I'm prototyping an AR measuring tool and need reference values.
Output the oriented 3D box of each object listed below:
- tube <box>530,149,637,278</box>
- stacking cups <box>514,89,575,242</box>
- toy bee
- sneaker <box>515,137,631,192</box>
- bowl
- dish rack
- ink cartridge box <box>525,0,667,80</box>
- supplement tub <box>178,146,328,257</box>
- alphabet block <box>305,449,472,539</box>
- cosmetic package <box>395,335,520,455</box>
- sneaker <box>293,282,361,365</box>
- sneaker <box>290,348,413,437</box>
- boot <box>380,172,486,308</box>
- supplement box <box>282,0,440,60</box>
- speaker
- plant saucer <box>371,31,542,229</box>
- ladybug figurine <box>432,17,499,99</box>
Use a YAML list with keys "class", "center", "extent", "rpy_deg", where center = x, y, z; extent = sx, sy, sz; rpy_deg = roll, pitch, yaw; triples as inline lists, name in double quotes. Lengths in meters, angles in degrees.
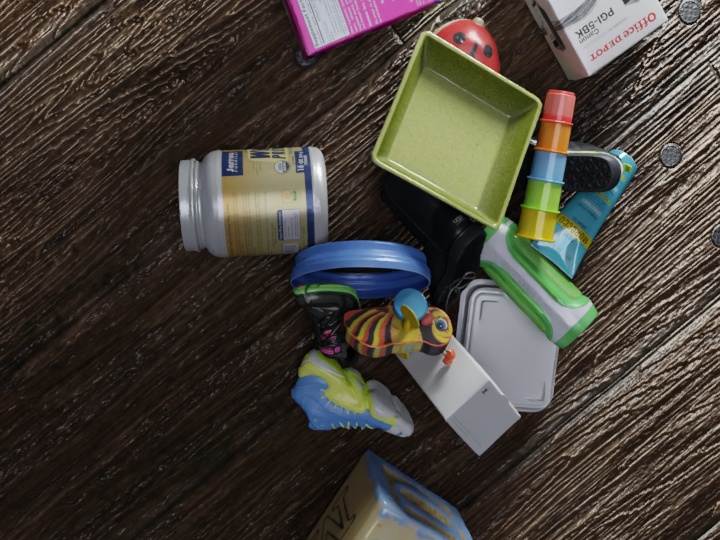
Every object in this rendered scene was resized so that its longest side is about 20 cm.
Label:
- class: "tube"
  center: [0.331, -0.088, 1.246]
  extent: [0.077, 0.051, 0.201]
  rpy_deg: [37, 74, 7]
- class: "stacking cups"
  center: [0.256, -0.144, 1.180]
  extent: [0.059, 0.061, 0.205]
  rpy_deg: [7, 96, -8]
- class: "toy bee"
  center: [0.080, 0.078, 1.142]
  extent: [0.197, 0.131, 0.110]
  rpy_deg: [-26, 65, 6]
- class: "sneaker"
  center: [0.291, -0.153, 1.242]
  extent: [0.196, 0.083, 0.073]
  rpy_deg: [17, 117, 26]
- class: "bowl"
  center: [0.000, 0.000, 1.186]
  extent: [0.195, 0.201, 0.040]
  rpy_deg: [1, 76, -7]
- class: "dish rack"
  center: [0.229, 0.121, 1.305]
  extent: [0.167, 0.044, 0.205]
  rpy_deg: [5, 98, -6]
- class: "ink cartridge box"
  center: [0.319, -0.396, 1.208]
  extent: [0.145, 0.083, 0.202]
  rpy_deg: [-34, 101, -1]
- class: "supplement tub"
  center: [-0.146, -0.093, 1.174]
  extent: [0.195, 0.144, 0.148]
  rpy_deg: [-3, 100, -6]
- class: "alphabet block"
  center: [0.038, 0.426, 1.257]
  extent: [0.194, 0.196, 0.202]
  rpy_deg: [35, 94, -9]
- class: "cosmetic package"
  center: [0.127, 0.149, 1.206]
  extent: [0.085, 0.200, 0.108]
  rpy_deg: [-40, 126, 2]
- class: "sneaker"
  center: [-0.034, 0.076, 1.195]
  extent: [0.075, 0.200, 0.086]
  rpy_deg: [-4, 62, 23]
- class: "sneaker"
  center: [-0.019, 0.207, 1.284]
  extent: [0.198, 0.076, 0.106]
  rpy_deg: [37, 106, -4]
- class: "boot"
  center: [0.098, -0.057, 1.236]
  extent: [0.076, 0.201, 0.169]
  rpy_deg: [-31, 67, -20]
- class: "supplement box"
  center: [-0.004, -0.374, 1.166]
  extent: [0.196, 0.101, 0.105]
  rpy_deg: [-21, 102, -2]
- class: "speaker"
  center: [0.249, 0.015, 1.242]
  extent: [0.088, 0.088, 0.200]
  rpy_deg: [-44, 82, 3]
- class: "plant saucer"
  center: [0.124, -0.182, 1.141]
  extent: [0.197, 0.048, 0.203]
  rpy_deg: [27, 74, -14]
- class: "ladybug figurine"
  center: [0.133, -0.263, 1.215]
  extent: [0.133, 0.072, 0.204]
  rpy_deg: [18, 97, -9]
